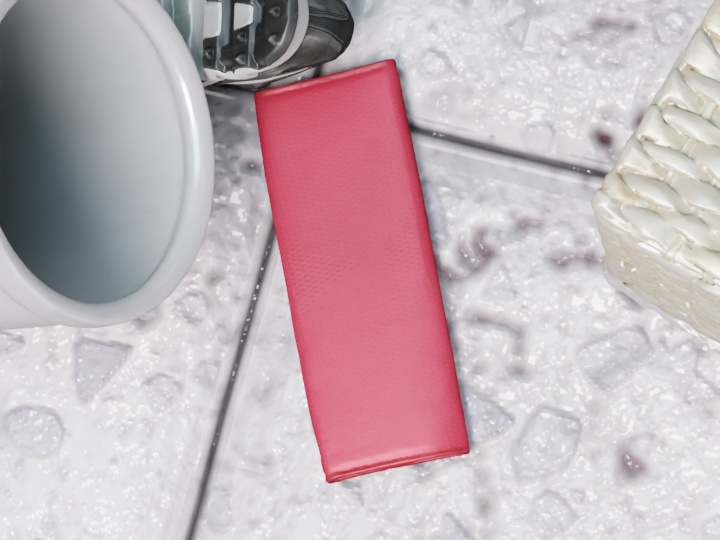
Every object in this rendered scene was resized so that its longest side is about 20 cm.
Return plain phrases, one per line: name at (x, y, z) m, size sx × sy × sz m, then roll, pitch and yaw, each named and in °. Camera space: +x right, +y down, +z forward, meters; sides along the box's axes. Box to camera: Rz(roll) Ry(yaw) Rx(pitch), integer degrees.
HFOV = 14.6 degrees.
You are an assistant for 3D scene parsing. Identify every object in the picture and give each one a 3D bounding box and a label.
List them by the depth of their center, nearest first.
basket at (0.233, -0.041, 1.277) m, size 0.199 × 0.161 × 0.199 m, roll 31°, pitch 87°, yaw 13°
utensil holder at (-0.197, -0.049, 1.336) m, size 0.199 × 0.169 × 0.171 m, roll -8°, pitch 78°, yaw 37°
dish drying mat at (0.000, 0.000, 1.392) m, size 0.076 × 0.018 × 0.201 m, roll -13°, pitch 78°, yaw 10°
sneaker at (-0.086, -0.119, 1.405) m, size 0.199 × 0.090 × 0.067 m, roll 2°, pitch 88°, yaw 38°
